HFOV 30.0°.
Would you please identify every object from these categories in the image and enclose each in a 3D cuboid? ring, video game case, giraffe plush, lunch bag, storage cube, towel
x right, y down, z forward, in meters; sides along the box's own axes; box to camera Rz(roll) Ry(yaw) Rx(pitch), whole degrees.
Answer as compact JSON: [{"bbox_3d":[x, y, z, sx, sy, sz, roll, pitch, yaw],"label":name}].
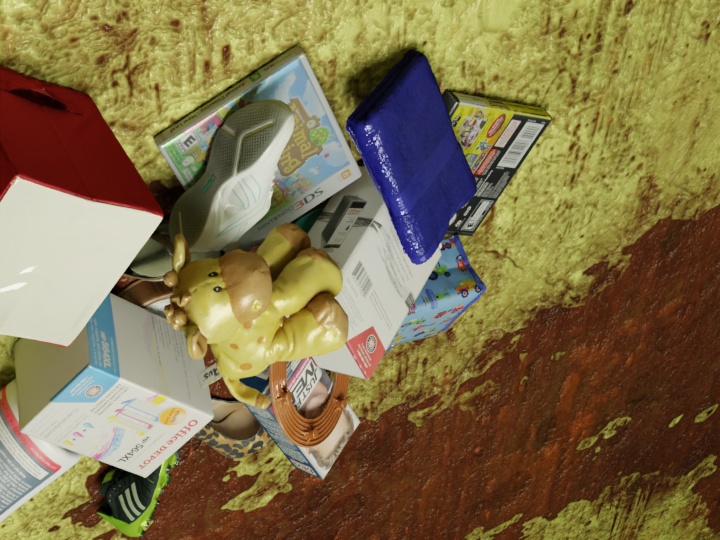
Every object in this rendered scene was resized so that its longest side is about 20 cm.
[{"bbox_3d":[-0.057,0.123,1.696,0.019,0.202,0.200,-1,159,29],"label":"ring"},{"bbox_3d":[0.125,-0.128,1.675,0.180,0.026,0.201,2,131,-43],"label":"video game case"},{"bbox_3d":[-0.129,0.031,1.375,0.200,0.173,0.162,-46,148,2],"label":"giraffe plush"},{"bbox_3d":[0.058,0.058,1.784,0.149,0.095,0.201,-15,153,-23],"label":"lunch bag"},{"bbox_3d":[-0.106,-0.122,1.459,0.181,0.022,0.201,-33,138,-5],"label":"video game case"},{"bbox_3d":[-0.320,-0.059,1.225,0.170,0.180,0.200,15,120,-49],"label":"storage cube"},{"bbox_3d":[0.057,-0.127,1.508,0.148,0.049,0.201,-54,133,-36],"label":"towel"}]

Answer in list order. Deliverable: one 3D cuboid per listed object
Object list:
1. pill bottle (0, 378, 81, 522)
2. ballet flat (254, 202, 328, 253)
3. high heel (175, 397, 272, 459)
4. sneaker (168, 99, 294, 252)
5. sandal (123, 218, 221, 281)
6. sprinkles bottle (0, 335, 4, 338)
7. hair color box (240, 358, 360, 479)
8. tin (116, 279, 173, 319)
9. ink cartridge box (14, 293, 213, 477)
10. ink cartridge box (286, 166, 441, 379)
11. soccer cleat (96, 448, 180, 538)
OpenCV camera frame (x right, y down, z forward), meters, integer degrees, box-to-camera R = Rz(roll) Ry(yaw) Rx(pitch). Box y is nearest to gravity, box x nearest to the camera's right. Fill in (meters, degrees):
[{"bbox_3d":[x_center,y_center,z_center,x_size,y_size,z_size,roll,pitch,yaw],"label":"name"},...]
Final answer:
[{"bbox_3d":[-0.429,0.227,1.522,0.199,0.120,0.120,-38,146,2],"label":"pill bottle"},{"bbox_3d":[-0.094,-0.023,1.555,0.200,0.068,0.069,-42,126,-42],"label":"ballet flat"},{"bbox_3d":[-0.169,0.182,1.740,0.198,0.072,0.143,-13,144,-19],"label":"high heel"},{"bbox_3d":[-0.123,-0.098,1.409,0.080,0.071,0.201,7,131,-45],"label":"sneaker"},{"bbox_3d":[-0.233,-0.016,1.460,0.200,0.057,0.080,11,124,-50],"label":"sandal"},{"bbox_3d":[-0.334,0.011,1.367,0.199,0.069,0.068,-31,147,10],"label":"sprinkles bottle"},{"bbox_3d":[-0.082,0.174,1.753,0.100,0.060,0.201,-55,139,-22],"label":"hair color box"},{"bbox_3d":[-0.202,0.045,1.581,0.199,0.042,0.112,-17,146,-27],"label":"tin"},{"bbox_3d":[-0.263,0.127,1.491,0.128,0.126,0.199,-41,133,24],"label":"ink cartridge box"},{"bbox_3d":[0.000,0.000,1.562,0.201,0.082,0.147,-58,140,-29],"label":"ink cartridge box"},{"bbox_3d":[-0.290,0.274,1.728,0.201,0.081,0.068,-61,-177,41],"label":"soccer cleat"}]
